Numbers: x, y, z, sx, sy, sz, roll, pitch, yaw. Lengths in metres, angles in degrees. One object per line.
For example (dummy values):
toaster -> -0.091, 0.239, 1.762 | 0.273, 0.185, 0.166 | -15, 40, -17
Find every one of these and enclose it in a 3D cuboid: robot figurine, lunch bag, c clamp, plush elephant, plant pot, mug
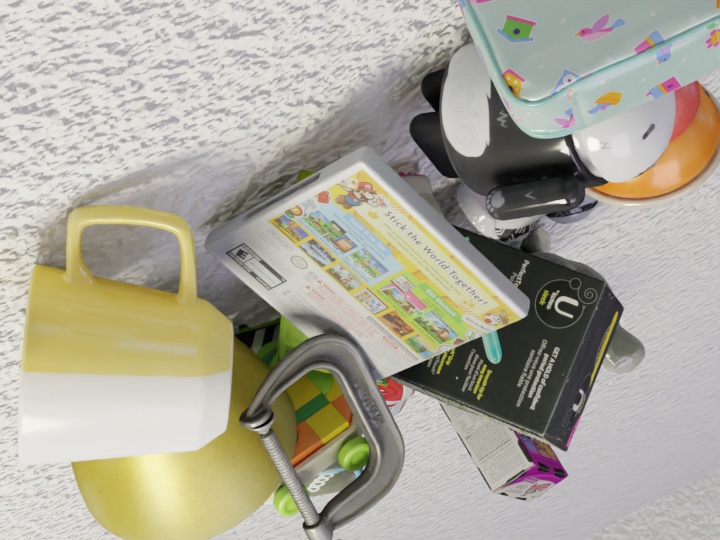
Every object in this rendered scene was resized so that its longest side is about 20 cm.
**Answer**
robot figurine -> 0.141, -0.119, 1.244 | 0.200, 0.151, 0.125 | -5, -175, 32
lunch bag -> 0.172, -0.196, 1.138 | 0.200, 0.161, 0.077 | -25, 154, 4
c clamp -> -0.040, 0.158, 1.358 | 0.171, 0.027, 0.200 | -30, 117, -21
plush elephant -> 0.164, 0.036, 1.665 | 0.164, 0.200, 0.155 | -25, -179, -9
plant pot -> -0.168, 0.111, 1.374 | 0.200, 0.200, 0.142 | -28, 139, -6
mug -> -0.172, 0.064, 1.215 | 0.153, 0.150, 0.187 | 4, 140, -7

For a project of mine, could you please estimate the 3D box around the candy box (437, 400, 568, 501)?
candy box -> 0.139, 0.154, 1.812 | 0.061, 0.200, 0.136 | -35, 157, 13

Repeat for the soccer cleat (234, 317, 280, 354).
soccer cleat -> -0.082, 0.088, 1.540 | 0.200, 0.081, 0.068 | -24, 158, -9

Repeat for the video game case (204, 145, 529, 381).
video game case -> 0.005, 0.002, 1.308 | 0.182, 0.023, 0.200 | -26, 123, 37

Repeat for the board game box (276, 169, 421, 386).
board game box -> -0.012, 0.010, 1.375 | 0.101, 0.048, 0.200 | 12, 139, 4

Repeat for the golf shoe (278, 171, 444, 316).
golf shoe -> 0.000, 0.000, 1.441 | 0.075, 0.092, 0.200 | -5, 149, -50

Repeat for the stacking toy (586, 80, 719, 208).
stacking toy -> 0.227, -0.159, 1.361 | 0.146, 0.146, 0.200 | -29, 144, -3

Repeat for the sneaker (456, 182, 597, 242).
sneaker -> 0.176, -0.093, 1.488 | 0.200, 0.075, 0.115 | -11, 151, -49

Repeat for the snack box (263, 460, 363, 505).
snack box -> -0.099, 0.159, 1.486 | 0.200, 0.116, 0.037 | -11, 138, 7

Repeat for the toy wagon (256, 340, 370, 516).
toy wagon -> -0.089, 0.148, 1.439 | 0.200, 0.155, 0.040 | -34, 139, -13

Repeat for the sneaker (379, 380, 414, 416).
sneaker -> -0.009, 0.138, 1.765 | 0.112, 0.071, 0.200 | -28, 161, -15

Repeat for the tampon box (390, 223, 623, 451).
tampon box -> 0.118, 0.056, 1.503 | 0.150, 0.200, 0.126 | -67, 160, -5
